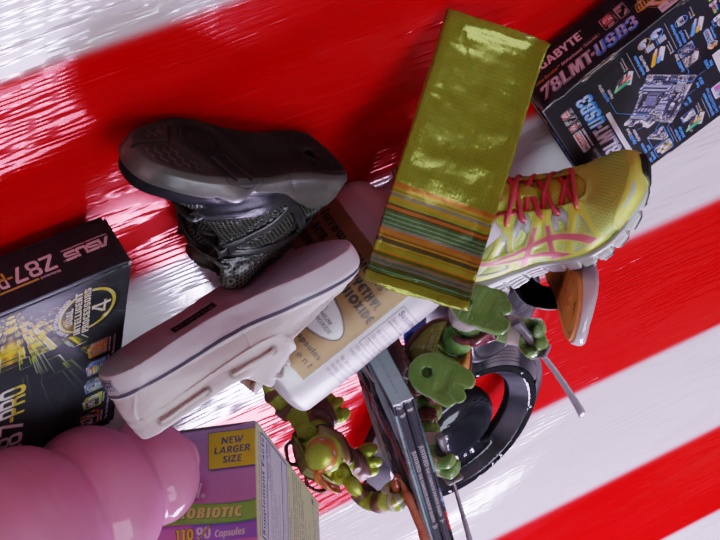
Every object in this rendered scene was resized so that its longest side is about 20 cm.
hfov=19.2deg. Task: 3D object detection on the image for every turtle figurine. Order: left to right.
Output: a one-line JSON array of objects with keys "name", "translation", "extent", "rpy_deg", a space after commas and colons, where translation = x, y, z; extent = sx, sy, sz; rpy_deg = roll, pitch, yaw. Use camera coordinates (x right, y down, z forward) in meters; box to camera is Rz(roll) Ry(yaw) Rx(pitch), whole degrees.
[{"name": "turtle figurine", "translation": [-0.020, 0.153, 1.732], "extent": [0.064, 0.200, 0.161], "rpy_deg": [-48, 175, 3]}, {"name": "turtle figurine", "translation": [0.103, 0.095, 1.710], "extent": [0.143, 0.201, 0.194], "rpy_deg": [-27, 165, -4]}]

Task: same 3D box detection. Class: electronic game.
[{"name": "electronic game", "translation": [0.085, 0.137, 1.951], "extent": [0.199, 0.042, 0.201], "rpy_deg": [-26, 143, -21]}]

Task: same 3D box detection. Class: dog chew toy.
[{"name": "dog chew toy", "translation": [-0.196, 0.167, 1.503], "extent": [0.199, 0.125, 0.125], "rpy_deg": [-24, 151, -39]}]

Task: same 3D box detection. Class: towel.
[{"name": "towel", "translation": [0.068, -0.076, 1.499], "extent": [0.086, 0.018, 0.201], "rpy_deg": [15, 96, -26]}]

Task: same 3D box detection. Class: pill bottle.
[{"name": "pill bottle", "translation": [0.000, 0.000, 1.566], "extent": [0.200, 0.115, 0.114], "rpy_deg": [-38, 153, 2]}]

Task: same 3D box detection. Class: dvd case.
[{"name": "dvd case", "translation": [0.028, 0.123, 1.701], "extent": [0.022, 0.146, 0.201], "rpy_deg": [-21, 134, -7]}]

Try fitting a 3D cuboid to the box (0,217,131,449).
[{"name": "box", "translation": [-0.241, 0.064, 1.455], "extent": [0.160, 0.049, 0.201], "rpy_deg": [-21, 150, -25]}]

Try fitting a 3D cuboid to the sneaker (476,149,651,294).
[{"name": "sneaker", "translation": [0.135, -0.044, 1.656], "extent": [0.199, 0.079, 0.090], "rpy_deg": [-29, 134, 29]}]

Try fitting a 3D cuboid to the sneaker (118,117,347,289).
[{"name": "sneaker", "translation": [-0.101, -0.040, 1.429], "extent": [0.199, 0.076, 0.115], "rpy_deg": [1, 129, -57]}]

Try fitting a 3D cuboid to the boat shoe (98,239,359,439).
[{"name": "boat shoe", "translation": [-0.081, 0.050, 1.479], "extent": [0.199, 0.071, 0.070], "rpy_deg": [-31, 110, -13]}]

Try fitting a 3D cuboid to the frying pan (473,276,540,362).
[{"name": "frying pan", "translation": [0.116, 0.012, 1.811], "extent": [0.115, 0.031, 0.191], "rpy_deg": [-34, 149, -26]}]

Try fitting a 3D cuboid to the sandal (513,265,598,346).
[{"name": "sandal", "translation": [0.154, -0.003, 1.730], "extent": [0.059, 0.207, 0.080], "rpy_deg": [12, 108, -4]}]

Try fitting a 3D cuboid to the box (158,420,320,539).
[{"name": "box", "translation": [-0.137, 0.206, 1.666], "extent": [0.175, 0.097, 0.200], "rpy_deg": [-8, 154, 10]}]

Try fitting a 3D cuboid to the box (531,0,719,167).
[{"name": "box", "translation": [0.232, -0.160, 1.659], "extent": [0.198, 0.050, 0.200], "rpy_deg": [-37, 152, 5]}]
